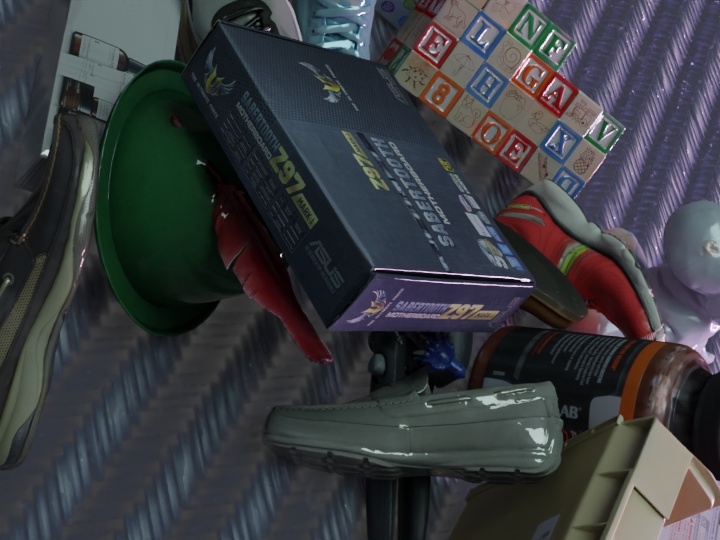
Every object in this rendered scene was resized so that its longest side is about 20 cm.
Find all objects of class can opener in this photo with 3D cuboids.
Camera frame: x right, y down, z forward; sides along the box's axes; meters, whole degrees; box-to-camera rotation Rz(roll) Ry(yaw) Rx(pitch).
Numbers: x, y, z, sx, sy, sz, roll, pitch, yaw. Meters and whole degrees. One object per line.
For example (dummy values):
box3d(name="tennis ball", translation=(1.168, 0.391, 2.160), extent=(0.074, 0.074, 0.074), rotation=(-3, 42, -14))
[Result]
box3d(name="can opener", translation=(0.030, 0.100, 0.870), extent=(0.063, 0.078, 0.203), rotation=(19, 70, -22))

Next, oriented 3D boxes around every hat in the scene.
box3d(name="hat", translation=(-0.049, -0.033, 0.753), extent=(0.165, 0.174, 0.203), rotation=(28, 66, -61))

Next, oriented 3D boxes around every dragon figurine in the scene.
box3d(name="dragon figurine", translation=(0.000, 0.000, 0.825), extent=(0.199, 0.099, 0.059), rotation=(36, 86, 11))

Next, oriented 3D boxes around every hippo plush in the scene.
box3d(name="hippo plush", translation=(0.274, 0.035, 1.032), extent=(0.200, 0.160, 0.160), rotation=(44, 47, -12))

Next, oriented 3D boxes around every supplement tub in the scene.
box3d(name="supplement tub", translation=(0.180, 0.100, 0.882), extent=(0.106, 0.198, 0.109), rotation=(-5, 97, -48))

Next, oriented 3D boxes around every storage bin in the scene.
box3d(name="storage bin", translation=(0.119, 0.213, 0.789), extent=(0.094, 0.198, 0.201), rotation=(44, 48, -7))

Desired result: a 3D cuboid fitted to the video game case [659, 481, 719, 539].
box3d(name="video game case", translation=(0.275, 0.249, 1.003), extent=(0.181, 0.045, 0.201), rotation=(38, 49, -16))

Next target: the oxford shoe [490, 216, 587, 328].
box3d(name="oxford shoe", translation=(0.076, -0.005, 0.927), extent=(0.198, 0.072, 0.071), rotation=(30, 23, 4))

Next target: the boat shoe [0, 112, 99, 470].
box3d(name="boat shoe", translation=(-0.193, 0.007, 0.677), extent=(0.072, 0.074, 0.203), rotation=(15, 89, -14))

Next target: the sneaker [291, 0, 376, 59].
box3d(name="sneaker", translation=(-0.022, -0.194, 0.925), extent=(0.073, 0.082, 0.203), rotation=(3, 66, -12))

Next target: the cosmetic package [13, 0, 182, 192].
box3d(name="cosmetic package", translation=(-0.170, -0.138, 0.831), extent=(0.082, 0.050, 0.203), rotation=(21, 56, -31))

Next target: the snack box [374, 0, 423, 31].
box3d(name="snack box", translation=(0.063, -0.298, 1.104), extent=(0.142, 0.053, 0.202), rotation=(36, 50, -18))

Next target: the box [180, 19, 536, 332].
box3d(name="box", translation=(-0.001, -0.054, 0.739), extent=(0.156, 0.051, 0.201), rotation=(4, 45, -48))

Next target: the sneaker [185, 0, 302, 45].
box3d(name="sneaker", translation=(-0.063, -0.135, 0.850), extent=(0.073, 0.079, 0.203), rotation=(-22, 94, -8))

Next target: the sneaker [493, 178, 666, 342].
box3d(name="sneaker", translation=(0.166, 0.010, 0.975), extent=(0.200, 0.084, 0.077), rotation=(51, -11, 47))

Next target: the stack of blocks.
box3d(name="stack of blocks", translation=(0.127, -0.158, 1.036), extent=(0.199, 0.116, 0.059), rotation=(34, 9, -22))

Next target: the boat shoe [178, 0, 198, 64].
box3d(name="boat shoe", translation=(-0.089, -0.219, 0.931), extent=(0.073, 0.062, 0.203), rotation=(20, 58, -31))

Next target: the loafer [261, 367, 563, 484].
box3d(name="loafer", translation=(0.034, 0.100, 0.813), extent=(0.197, 0.070, 0.071), rotation=(3, 69, 1))
